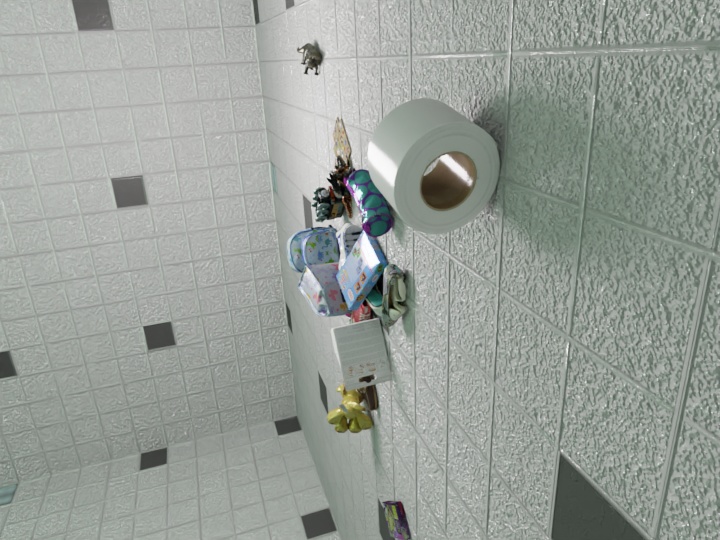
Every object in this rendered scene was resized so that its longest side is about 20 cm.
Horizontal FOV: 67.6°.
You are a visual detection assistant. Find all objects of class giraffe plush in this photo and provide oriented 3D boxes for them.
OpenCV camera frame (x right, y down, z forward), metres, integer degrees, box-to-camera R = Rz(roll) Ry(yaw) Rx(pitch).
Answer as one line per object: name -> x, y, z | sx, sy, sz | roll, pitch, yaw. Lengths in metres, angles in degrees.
giraffe plush -> -0.040, 0.502, 2.057 | 0.163, 0.170, 0.202 | -85, -11, -48

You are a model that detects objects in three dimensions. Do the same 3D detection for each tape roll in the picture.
tape roll -> 0.126, -0.185, 0.954 | 0.140, 0.200, 0.205 | -120, 26, -52

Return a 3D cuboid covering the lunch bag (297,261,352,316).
lunch bag -> -0.094, 0.071, 1.882 | 0.201, 0.168, 0.128 | 55, 133, 32

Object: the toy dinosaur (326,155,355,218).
toy dinosaur -> -0.046, -0.279, 1.758 | 0.201, 0.102, 0.136 | 58, 177, 3

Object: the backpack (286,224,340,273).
backpack -> -0.181, -0.077, 2.095 | 0.147, 0.198, 0.186 | -171, 73, -73

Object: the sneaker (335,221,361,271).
sneaker -> -0.039, -0.079, 1.838 | 0.115, 0.080, 0.202 | -121, 32, -62

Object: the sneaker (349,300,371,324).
sneaker -> 0.004, 0.141, 1.801 | 0.087, 0.073, 0.203 | -174, 76, -72

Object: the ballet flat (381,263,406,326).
ballet flat -> 0.095, 0.082, 1.471 | 0.072, 0.071, 0.202 | -124, 28, -55

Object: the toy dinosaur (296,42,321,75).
toy dinosaur -> -0.181, -0.780, 1.963 | 0.103, 0.076, 0.201 | 113, 151, -42

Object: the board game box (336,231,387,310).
board game box -> 0.000, 0.000, 1.665 | 0.201, 0.036, 0.152 | -56, 39, 31

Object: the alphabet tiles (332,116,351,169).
alphabet tiles -> -0.064, -0.414, 1.844 | 0.167, 0.006, 0.202 | 115, 143, -63

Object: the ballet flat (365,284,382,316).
ballet flat -> 0.034, 0.076, 1.693 | 0.200, 0.069, 0.070 | -122, 27, -52

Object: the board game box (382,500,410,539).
board game box -> 0.123, 0.872, 1.884 | 0.200, 0.032, 0.121 | 117, 145, -66

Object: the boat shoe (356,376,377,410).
boat shoe -> 0.011, 0.407, 1.936 | 0.070, 0.069, 0.203 | 156, 103, -73

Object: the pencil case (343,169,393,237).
pencil case -> 0.022, -0.192, 1.513 | 0.086, 0.091, 0.201 | 99, 157, -48

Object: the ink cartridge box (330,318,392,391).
ink cartridge box -> 0.003, 0.267, 1.715 | 0.050, 0.159, 0.203 | 137, 122, -73

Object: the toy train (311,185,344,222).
toy train -> -0.109, -0.236, 1.894 | 0.200, 0.113, 0.086 | 116, 140, -70

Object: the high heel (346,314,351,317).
high heel -> -0.061, 0.076, 2.000 | 0.096, 0.067, 0.202 | 168, 78, -84
